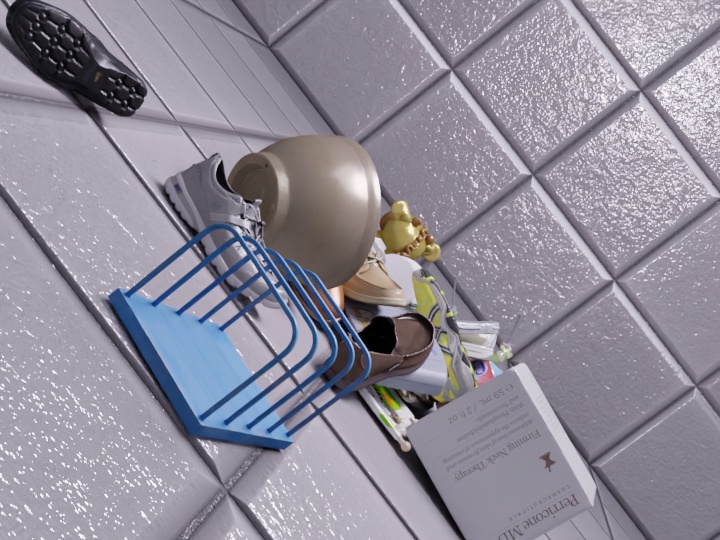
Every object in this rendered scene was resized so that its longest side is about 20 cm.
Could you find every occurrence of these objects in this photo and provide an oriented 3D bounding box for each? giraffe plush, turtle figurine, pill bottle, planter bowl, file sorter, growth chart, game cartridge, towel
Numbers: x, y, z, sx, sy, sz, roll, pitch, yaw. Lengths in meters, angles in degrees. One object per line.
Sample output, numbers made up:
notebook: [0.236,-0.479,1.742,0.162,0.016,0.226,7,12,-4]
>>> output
giraffe plush: [0.040,-0.045,2.129,0.173,0.162,0.200,43,12,-52]
turtle figurine: [0.233,0.132,2.439,0.194,0.143,0.201,109,-12,-78]
pill bottle: [0.059,0.042,1.930,0.112,0.112,0.200,55,-2,18]
planter bowl: [-0.090,-0.081,1.541,0.134,0.200,0.200,7,38,-40]
file sorter: [-0.093,0.057,1.052,0.139,0.123,0.200,54,8,20]
growth chart: [0.028,0.171,1.638,0.145,0.018,0.200,52,7,4]
game cartridge: [0.040,0.095,1.653,0.133,0.042,0.200,9,26,-23]
towel: [0.053,0.144,1.794,0.133,0.034,0.200,55,2,17]

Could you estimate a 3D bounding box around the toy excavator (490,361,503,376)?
toy excavator: [0.181,0.180,2.123,0.100,0.194,0.201,42,41,-52]

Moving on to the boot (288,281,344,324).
boot: [-0.036,-0.044,1.620,0.073,0.155,0.201,1,61,-37]

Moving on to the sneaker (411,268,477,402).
sneaker: [0.105,0.096,1.738,0.075,0.076,0.201,-8,79,-84]

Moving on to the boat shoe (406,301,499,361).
boat shoe: [0.107,0.081,1.809,0.201,0.065,0.074,17,-3,-6]

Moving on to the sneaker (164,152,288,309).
sneaker: [-0.139,-0.045,1.386,0.200,0.082,0.075,53,8,5]

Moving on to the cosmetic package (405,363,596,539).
cosmetic package: [0.188,0.248,1.595,0.200,0.167,0.166,60,9,8]

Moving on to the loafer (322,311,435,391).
loafer: [0.037,0.092,1.526,0.073,0.071,0.200,40,34,18]

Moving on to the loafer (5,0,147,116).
loafer: [-0.311,-0.230,1.309,0.070,0.068,0.200,35,-2,35]

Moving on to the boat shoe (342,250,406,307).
boat shoe: [0.000,0.000,1.698,0.072,0.065,0.200,9,12,-33]

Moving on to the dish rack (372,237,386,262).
dish rack: [-0.037,-0.062,1.829,0.172,0.044,0.200,57,-24,-9]

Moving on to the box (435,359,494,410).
box: [0.160,0.194,1.846,0.200,0.095,0.100,-98,174,-64]
